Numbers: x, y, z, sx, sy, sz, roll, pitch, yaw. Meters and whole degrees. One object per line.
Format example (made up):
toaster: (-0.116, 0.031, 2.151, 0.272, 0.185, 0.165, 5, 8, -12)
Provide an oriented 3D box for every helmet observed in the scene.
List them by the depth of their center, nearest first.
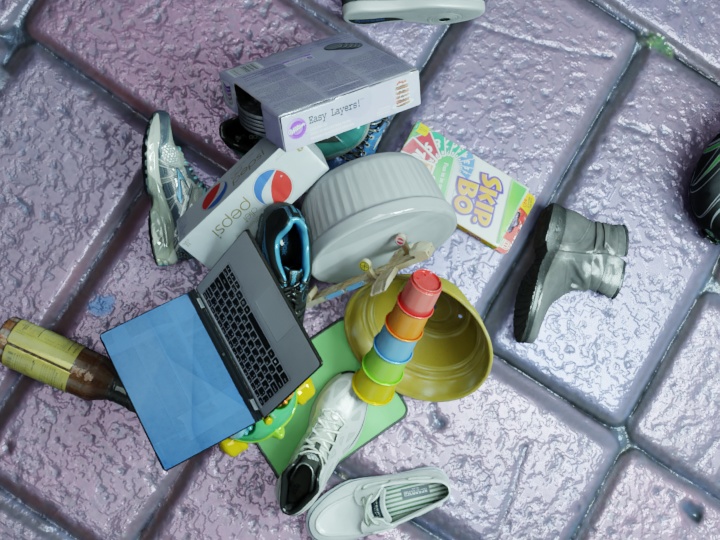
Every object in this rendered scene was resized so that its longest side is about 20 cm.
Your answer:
helmet: (0.542, -0.119, 1.170, 0.197, 0.191, 0.203, 0, 86, -5)

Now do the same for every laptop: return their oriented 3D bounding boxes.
laptop: (-0.177, 0.091, 1.028, 0.200, 0.115, 0.188, -44, 69, 35)

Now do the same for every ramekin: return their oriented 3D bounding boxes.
ramekin: (0.016, -0.069, 1.123, 0.200, 0.203, 0.095, -18, 72, -6)

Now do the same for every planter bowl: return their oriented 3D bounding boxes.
planter bowl: (0.084, 0.068, 1.148, 0.199, 0.201, 0.084, 35, 42, -1)

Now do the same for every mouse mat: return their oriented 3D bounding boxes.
mouse mat: (-0.055, 0.179, 1.185, 0.199, 0.008, 0.162, -33, 88, -7)

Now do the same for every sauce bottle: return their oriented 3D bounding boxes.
sauce bottle: (-0.368, 0.126, 1.134, 0.198, 0.066, 0.067, 26, 83, -3)

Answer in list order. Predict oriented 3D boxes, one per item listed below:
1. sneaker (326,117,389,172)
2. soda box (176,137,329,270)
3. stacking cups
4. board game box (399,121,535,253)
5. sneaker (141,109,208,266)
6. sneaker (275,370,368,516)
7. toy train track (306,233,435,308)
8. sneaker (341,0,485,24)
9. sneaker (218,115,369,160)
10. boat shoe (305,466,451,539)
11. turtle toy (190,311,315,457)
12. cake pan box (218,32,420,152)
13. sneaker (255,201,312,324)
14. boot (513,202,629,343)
sneaker: (-0.006, -0.189, 1.181, 0.078, 0.089, 0.202, 17, 83, -2)
soda box: (-0.136, -0.093, 1.101, 0.200, 0.064, 0.068, -41, 122, 11)
stacking cups: (0.050, 0.084, 1.084, 0.060, 0.201, 0.061, 15, 42, -14)
board game box: (0.139, -0.112, 1.220, 0.199, 0.030, 0.096, 31, 83, -4)
sneaker: (-0.241, -0.110, 1.171, 0.085, 0.078, 0.203, -6, 92, -17)
sneaker: (-0.043, 0.222, 1.121, 0.075, 0.115, 0.202, 28, 83, -1)
toy train track: (0.000, 0.000, 1.090, 0.199, 0.115, 0.033, -24, 108, 33)
sneaker: (0.072, -0.401, 1.214, 0.197, 0.073, 0.113, -2, 86, -4)
sneaker: (-0.089, -0.178, 1.139, 0.198, 0.080, 0.072, -6, 85, 21)
boat shoe: (0.023, 0.300, 1.151, 0.198, 0.067, 0.074, -21, 87, -6)
turtle toy: (-0.159, 0.132, 1.130, 0.145, 0.101, 0.201, -37, 78, -7)
cake pan box: (-0.055, -0.223, 1.083, 0.198, 0.184, 0.053, -24, 126, -22)
sneaker: (-0.097, 0.022, 1.059, 0.072, 0.082, 0.203, -2, 100, -20)
boot: (0.291, 0.018, 1.202, 0.130, 0.070, 0.202, 18, 88, -8)
